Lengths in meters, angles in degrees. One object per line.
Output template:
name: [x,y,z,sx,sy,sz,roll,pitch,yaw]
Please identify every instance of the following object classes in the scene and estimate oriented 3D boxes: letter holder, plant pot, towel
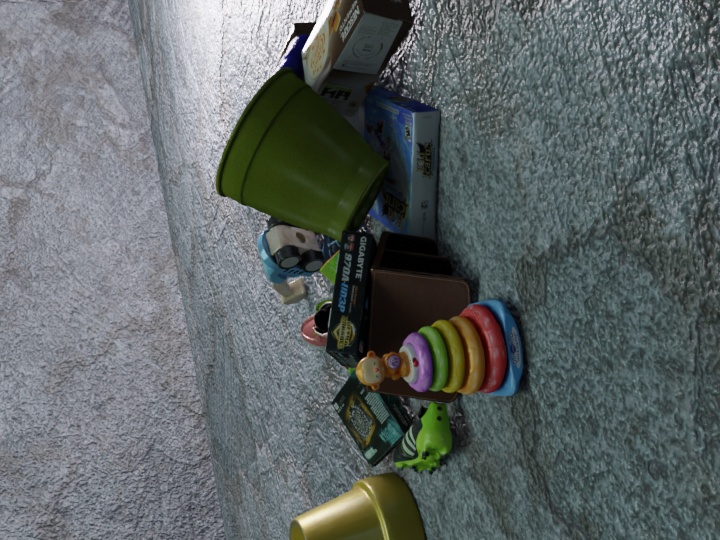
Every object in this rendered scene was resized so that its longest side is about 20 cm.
letter holder: [0.085,0.067,1.267,0.101,0.139,0.204,-70,-15,-58]
plant pot: [-0.068,-0.142,1.281,0.191,0.202,0.202,32,145,6]
towel: [-0.137,-0.264,1.430,0.149,0.049,0.202,113,179,-45]
plant pot: [-0.011,0.453,1.513,0.200,0.185,0.206,173,90,-69]

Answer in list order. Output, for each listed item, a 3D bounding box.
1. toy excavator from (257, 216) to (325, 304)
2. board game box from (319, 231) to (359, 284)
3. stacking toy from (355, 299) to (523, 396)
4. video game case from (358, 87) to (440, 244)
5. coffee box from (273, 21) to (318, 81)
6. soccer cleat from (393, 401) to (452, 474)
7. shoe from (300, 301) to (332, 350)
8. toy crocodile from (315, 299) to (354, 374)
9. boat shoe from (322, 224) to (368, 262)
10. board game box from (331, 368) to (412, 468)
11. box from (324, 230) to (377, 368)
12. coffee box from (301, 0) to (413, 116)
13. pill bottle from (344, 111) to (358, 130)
toy excavator: [-0.147,-0.010,1.821,0.199,0.192,0.102,-39,58,34]
board game box: [0.000,0.000,1.478,0.095,0.030,0.200,43,159,-4]
stacking toy: [0.086,0.105,1.104,0.109,0.196,0.119,164,98,-69]
video game case: [0.051,-0.156,1.332,0.200,0.044,0.185,-139,45,-61]
coffee box: [-0.093,-0.332,1.609,0.200,0.078,0.116,134,126,-65]
soccer cleat: [0.094,0.246,1.341,0.200,0.066,0.083,118,160,-65]
shoe: [-0.055,0.089,1.543,0.198,0.090,0.073,-3,68,47]
toy crocodile: [-0.024,0.122,1.608,0.202,0.060,0.068,-117,28,-42]
boat shoe: [-0.022,-0.059,1.545,0.201,0.083,0.069,84,159,-58]
board game box: [0.018,0.240,1.532,0.137,0.028,0.201,57,153,14]
box: [-0.005,0.047,1.279,0.200,0.045,0.163,65,-147,-76]
coffee box: [-0.009,-0.331,1.314,0.200,0.078,0.117,-50,43,50]
pill bottle: [-0.074,-0.221,1.549,0.200,0.112,0.117,147,114,-68]
